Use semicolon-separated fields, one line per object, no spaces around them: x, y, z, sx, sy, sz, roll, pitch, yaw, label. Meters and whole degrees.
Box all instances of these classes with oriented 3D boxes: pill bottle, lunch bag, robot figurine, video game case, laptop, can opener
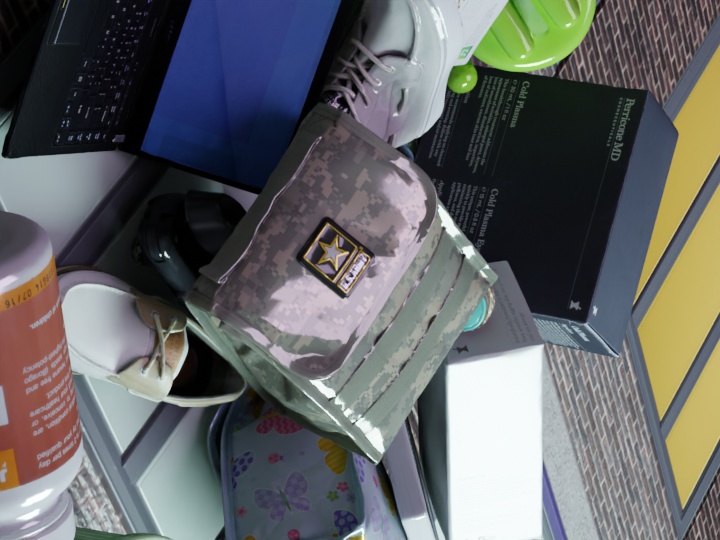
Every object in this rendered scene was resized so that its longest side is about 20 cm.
-0.224;0.075;1.335;0.112;0.112;0.201;-37;129;-49;pill bottle
-0.017;0.006;1.504;0.164;0.117;0.200;-56;142;-13;lunch bag
0.121;-0.222;1.776;0.116;0.175;0.200;52;7;-13;robot figurine
0.028;0.131;1.718;0.182;0.023;0.201;74;2;-62;video game case
-0.036;0.170;1.662;0.170;0.127;0.201;68;12;-47;lunch bag
-0.109;-0.138;1.430;0.200;0.103;0.178;-11;124;-63;laptop
-0.104;0.009;1.569;0.200;0.078;0.064;67;38;-57;can opener

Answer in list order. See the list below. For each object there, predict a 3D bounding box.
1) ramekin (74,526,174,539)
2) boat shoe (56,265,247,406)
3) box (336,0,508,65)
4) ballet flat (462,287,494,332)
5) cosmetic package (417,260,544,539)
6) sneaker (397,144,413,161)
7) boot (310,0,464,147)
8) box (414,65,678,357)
-0.189;0.260;1.463;0.200;0.097;0.201;-24;119;-54;ramekin
-0.145;0.046;1.501;0.200;0.068;0.075;24;77;-58;boat shoe
0.037;-0.197;1.585;0.200;0.036;0.145;-14;148;-47;box
0.000;0.000;1.657;0.065;0.199;0.071;-86;-167;-64;ballet flat
0.091;0.106;1.739;0.113;0.081;0.201;-109;-166;-49;cosmetic package
-0.005;-0.066;1.675;0.079;0.095;0.201;-50;138;-35;sneaker
0.010;-0.130;1.519;0.096;0.074;0.200;-40;158;-20;boot
0.139;-0.051;1.829;0.104;0.181;0.201;37;67;-62;box
